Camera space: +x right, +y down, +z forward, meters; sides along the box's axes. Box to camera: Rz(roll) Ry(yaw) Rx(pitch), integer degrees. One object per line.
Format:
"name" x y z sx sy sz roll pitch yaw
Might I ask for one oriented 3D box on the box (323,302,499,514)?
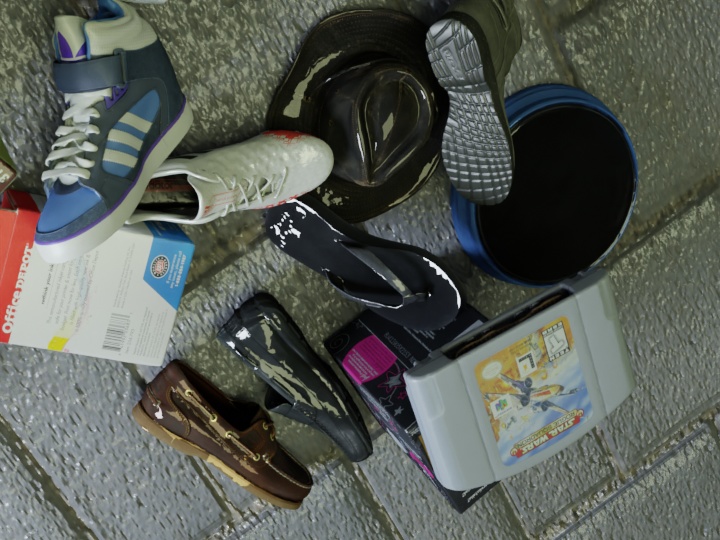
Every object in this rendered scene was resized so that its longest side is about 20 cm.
"box" 0.076 0.105 1.259 0.132 0.200 0.115 -37 120 -7

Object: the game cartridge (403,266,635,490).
"game cartridge" 0.140 0.097 1.150 0.198 0.041 0.135 -28 113 -14

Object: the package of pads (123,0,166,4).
"package of pads" -0.205 -0.314 1.039 0.152 0.068 0.204 5 93 -24

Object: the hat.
"hat" 0.016 -0.128 1.215 0.198 0.081 0.204 -9 113 -21

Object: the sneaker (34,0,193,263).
"sneaker" -0.221 -0.123 1.069 0.201 0.080 0.147 -57 133 -34

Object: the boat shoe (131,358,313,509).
"boat shoe" -0.115 0.154 1.270 0.199 0.070 0.071 35 98 -29

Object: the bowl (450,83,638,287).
"bowl" 0.184 -0.078 1.329 0.198 0.039 0.204 -8 112 -21

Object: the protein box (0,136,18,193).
"protein box" -0.380 -0.068 1.003 0.200 0.199 0.135 -46 119 0

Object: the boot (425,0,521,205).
"boot" 0.121 -0.172 1.230 0.131 0.067 0.202 -55 142 -44

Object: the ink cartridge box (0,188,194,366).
"ink cartridge box" -0.254 0.004 1.158 0.197 0.067 0.118 12 104 -26

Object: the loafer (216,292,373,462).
"loafer" -0.059 0.110 1.283 0.070 0.068 0.201 -36 114 3

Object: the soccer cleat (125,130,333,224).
"soccer cleat" -0.117 -0.074 1.161 0.197 0.085 0.070 -7 114 -8

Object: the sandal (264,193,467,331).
"sandal" -0.001 0.000 1.217 0.198 0.043 0.077 26 123 9
